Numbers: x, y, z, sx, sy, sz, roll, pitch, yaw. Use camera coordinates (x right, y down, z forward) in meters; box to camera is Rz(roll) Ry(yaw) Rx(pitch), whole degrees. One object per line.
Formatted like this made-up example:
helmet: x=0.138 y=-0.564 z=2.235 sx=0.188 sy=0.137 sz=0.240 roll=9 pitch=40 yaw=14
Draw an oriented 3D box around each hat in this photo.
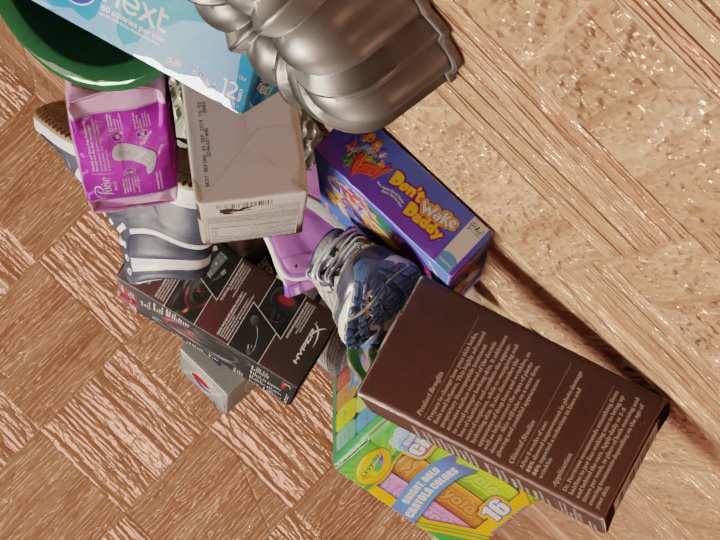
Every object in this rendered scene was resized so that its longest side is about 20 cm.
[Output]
hat: x=-0.158 y=-0.236 z=1.523 sx=0.200 sy=0.166 sz=0.176 roll=51 pitch=-152 yaw=1

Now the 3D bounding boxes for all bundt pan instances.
bundt pan: x=-0.040 y=-0.154 z=1.213 sx=0.202 sy=0.076 sz=0.202 roll=44 pitch=174 yaw=6

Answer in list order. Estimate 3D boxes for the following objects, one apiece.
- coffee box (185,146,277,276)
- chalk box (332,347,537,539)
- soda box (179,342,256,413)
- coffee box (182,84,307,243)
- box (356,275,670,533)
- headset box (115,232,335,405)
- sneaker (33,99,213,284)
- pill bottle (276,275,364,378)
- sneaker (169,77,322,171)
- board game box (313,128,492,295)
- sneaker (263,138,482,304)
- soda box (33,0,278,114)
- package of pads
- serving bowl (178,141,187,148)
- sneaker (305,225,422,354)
coffee box: x=-0.093 y=-0.067 z=1.886 sx=0.080 sy=0.113 sz=0.200 roll=42 pitch=172 yaw=15
chalk box: x=0.055 y=0.122 z=1.826 sx=0.200 sy=0.124 sz=0.125 roll=37 pitch=-152 yaw=-21
soda box: x=-0.082 y=0.043 z=2.098 sx=0.068 sy=0.200 sz=0.063 roll=43 pitch=161 yaw=12
coffee box: x=-0.084 y=-0.091 z=1.565 sx=0.200 sy=0.080 sz=0.113 roll=113 pitch=150 yaw=-83
box: x=0.109 y=0.096 z=1.546 sx=0.200 sy=0.100 sz=0.075 roll=28 pitch=171 yaw=13
headset box: x=-0.123 y=0.028 z=1.862 sx=0.200 sy=0.075 sz=0.149 roll=31 pitch=170 yaw=2
sneaker: x=-0.193 y=-0.061 z=1.764 sx=0.200 sy=0.070 sz=0.109 roll=27 pitch=126 yaw=32
pill bottle: x=0.012 y=0.053 z=1.985 sx=0.200 sy=0.116 sz=0.116 roll=42 pitch=173 yaw=31
sneaker: x=-0.126 y=-0.134 z=1.732 sx=0.199 sy=0.070 sz=0.100 roll=16 pitch=-162 yaw=-8
board game box: x=0.030 y=-0.039 z=1.615 sx=0.134 sy=0.045 sz=0.200 roll=43 pitch=173 yaw=6
sneaker: x=0.000 y=0.000 z=1.751 sx=0.200 sy=0.114 sz=0.073 roll=42 pitch=172 yaw=7
soda box: x=-0.133 y=-0.179 z=1.379 sx=0.200 sy=0.064 sz=0.068 roll=30 pitch=-146 yaw=16
package of pads: x=-0.178 y=-0.153 z=1.586 sx=0.121 sy=0.075 sz=0.200 roll=85 pitch=176 yaw=-48
serving bowl: x=-0.166 y=-0.135 z=2.093 sx=0.200 sy=0.066 sz=0.200 roll=46 pitch=174 yaw=6
sneaker: x=-0.007 y=0.008 z=1.621 sx=0.085 sy=0.077 sz=0.200 roll=47 pitch=174 yaw=9
